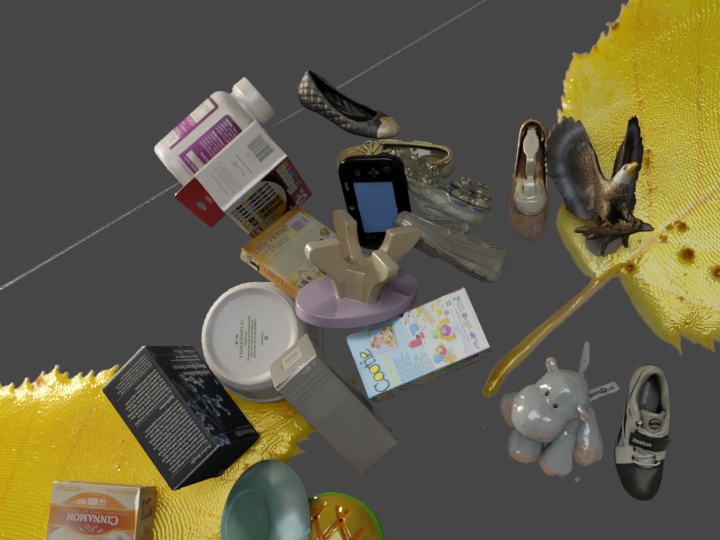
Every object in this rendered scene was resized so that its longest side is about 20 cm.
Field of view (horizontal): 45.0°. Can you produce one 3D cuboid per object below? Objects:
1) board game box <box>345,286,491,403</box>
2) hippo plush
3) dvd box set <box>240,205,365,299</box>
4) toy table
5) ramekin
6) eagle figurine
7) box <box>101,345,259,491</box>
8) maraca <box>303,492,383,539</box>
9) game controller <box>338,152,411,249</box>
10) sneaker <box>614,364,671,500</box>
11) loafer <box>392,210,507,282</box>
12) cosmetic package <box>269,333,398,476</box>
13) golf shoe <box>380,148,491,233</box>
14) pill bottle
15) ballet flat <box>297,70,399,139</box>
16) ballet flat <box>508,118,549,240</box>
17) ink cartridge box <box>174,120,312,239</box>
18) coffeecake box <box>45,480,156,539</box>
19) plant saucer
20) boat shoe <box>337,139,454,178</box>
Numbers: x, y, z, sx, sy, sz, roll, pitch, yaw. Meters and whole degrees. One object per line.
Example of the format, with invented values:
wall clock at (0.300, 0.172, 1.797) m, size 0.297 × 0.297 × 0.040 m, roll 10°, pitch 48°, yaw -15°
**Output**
board game box at (0.093, 0.119, 1.358) m, size 0.198 × 0.103 × 0.106 m, roll -23°, pitch 75°, yaw 4°
hippo plush at (0.300, 0.213, 1.271) m, size 0.199 × 0.161 × 0.160 m, roll -33°, pitch 74°, yaw 2°
dvd box set at (-0.075, -0.009, 1.414) m, size 0.199 × 0.030 × 0.146 m, roll 35°, pitch 49°, yaw 14°
toy table at (0.000, 0.000, 1.305) m, size 0.199 × 0.118 × 0.183 m, roll -20°, pitch 39°, yaw -33°
ramekin at (-0.164, 0.111, 1.409) m, size 0.200 × 0.094 × 0.205 m, roll -2°, pitch 78°, yaw 9°
eagle figurine at (0.386, -0.136, 1.353) m, size 0.150 × 0.151 × 0.202 m, roll -30°, pitch 52°, yaw 30°
box at (-0.281, 0.226, 1.369) m, size 0.107 × 0.148 × 0.200 m, roll -43°, pitch 75°, yaw 10°
maraca at (-0.060, 0.407, 1.322) m, size 0.198 × 0.107 × 0.139 m, roll 2°, pitch 76°, yaw 19°
game controller at (0.028, -0.106, 1.380) m, size 0.103 × 0.201 × 0.042 m, roll -7°, pitch 47°, yaw 7°
sneaker at (0.420, 0.238, 1.285) m, size 0.073 × 0.089 × 0.202 m, roll 3°, pitch 80°, yaw 9°
loafer at (0.144, -0.048, 1.379) m, size 0.199 × 0.070 × 0.070 m, roll 27°, pitch 78°, yaw -16°
cosmetic package at (-0.041, 0.203, 1.319) m, size 0.090 × 0.107 × 0.200 m, roll -39°, pitch 106°, yaw -1°
golf shoe at (0.109, -0.121, 1.402) m, size 0.199 × 0.098 × 0.079 m, roll 27°, pitch 41°, yaw 3°
pill bottle at (-0.245, -0.233, 1.489) m, size 0.200 × 0.112 × 0.112 m, roll -41°, pitch 74°, yaw -1°
ballet flat at (-0.023, -0.278, 1.480) m, size 0.199 × 0.057 × 0.066 m, roll 27°, pitch 42°, yaw 15°
ballet flat at (0.272, -0.152, 1.404) m, size 0.067 × 0.067 × 0.202 m, roll 0°, pitch 78°, yaw 11°
ink cartridge box at (-0.185, -0.123, 1.408) m, size 0.175 × 0.200 × 0.084 m, roll -42°, pitch 75°, yaw -1°
coffeecake box at (-0.420, 0.445, 1.392) m, size 0.152 × 0.073 × 0.202 m, roll 1°, pitch 79°, yaw 9°
plant saucer at (-0.160, 0.389, 1.326) m, size 0.200 × 0.039 × 0.203 m, roll -17°, pitch 64°, yaw 39°
boat shoe at (0.056, -0.187, 1.451) m, size 0.198 × 0.063 × 0.074 m, roll 5°, pitch 79°, yaw 11°
